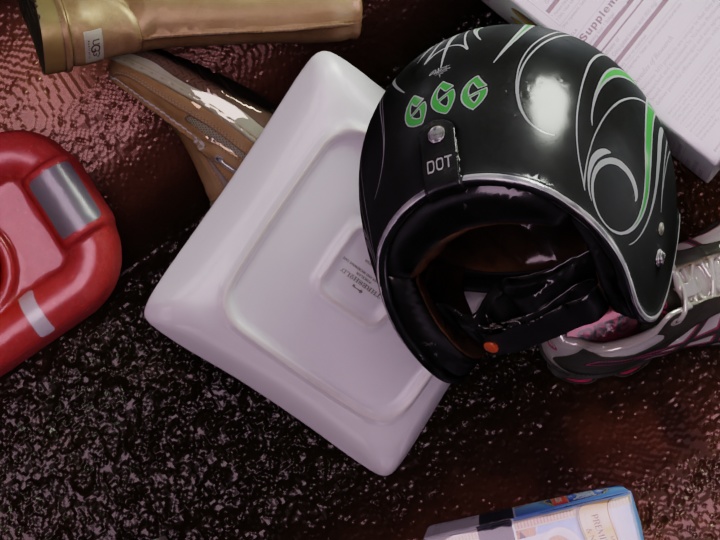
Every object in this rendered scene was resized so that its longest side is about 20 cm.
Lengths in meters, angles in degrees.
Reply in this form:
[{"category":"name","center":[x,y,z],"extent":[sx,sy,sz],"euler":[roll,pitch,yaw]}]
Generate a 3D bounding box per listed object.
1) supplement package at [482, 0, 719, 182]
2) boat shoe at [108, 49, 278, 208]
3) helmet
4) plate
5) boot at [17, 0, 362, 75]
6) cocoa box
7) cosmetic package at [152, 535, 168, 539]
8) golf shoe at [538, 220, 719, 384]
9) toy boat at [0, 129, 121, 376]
[{"category":"supplement package","center":[0.171,-0.162,1.716],"extent":[0.200,0.114,0.110],"euler":[39,90,6]},{"category":"boat shoe","center":[-0.078,-0.072,1.756],"extent":[0.199,0.072,0.076],"euler":[29,101,5]},{"category":"helmet","center":[0.092,-0.045,1.625],"extent":[0.199,0.191,0.201],"euler":[5,128,7]},{"category":"plate","center":[0.000,0.000,1.722],"extent":[0.199,0.032,0.201],"euler":[35,89,-20]},{"category":"boot","center":[-0.116,-0.191,1.759],"extent":[0.199,0.066,0.176],"euler":[-10,49,-13]},{"category":"cocoa box","center":[0.122,0.240,1.690],"extent":[0.130,0.133,0.201],"euler":[-13,87,3]},{"category":"cosmetic package","center":[-0.111,0.276,1.737],"extent":[0.103,0.073,0.201],"euler":[-35,86,2]},{"category":"golf shoe","center":[0.204,0.016,1.719],"extent":[0.199,0.088,0.078],"euler":[-25,84,2]},{"category":"toy boat","center":[-0.251,0.001,1.731],"extent":[0.199,0.131,0.131],"euler":[-34,85,2]}]
